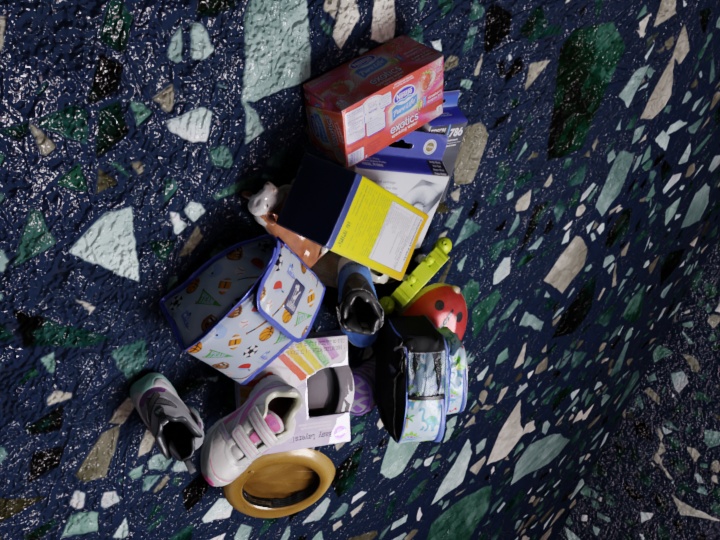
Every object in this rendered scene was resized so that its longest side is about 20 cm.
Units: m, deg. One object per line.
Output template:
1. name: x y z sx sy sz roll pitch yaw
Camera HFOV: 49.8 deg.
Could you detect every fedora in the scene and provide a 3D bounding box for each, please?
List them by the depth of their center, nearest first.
1. fedora: -0.146 0.351 1.368 0.196 0.082 0.203 -9 130 -10

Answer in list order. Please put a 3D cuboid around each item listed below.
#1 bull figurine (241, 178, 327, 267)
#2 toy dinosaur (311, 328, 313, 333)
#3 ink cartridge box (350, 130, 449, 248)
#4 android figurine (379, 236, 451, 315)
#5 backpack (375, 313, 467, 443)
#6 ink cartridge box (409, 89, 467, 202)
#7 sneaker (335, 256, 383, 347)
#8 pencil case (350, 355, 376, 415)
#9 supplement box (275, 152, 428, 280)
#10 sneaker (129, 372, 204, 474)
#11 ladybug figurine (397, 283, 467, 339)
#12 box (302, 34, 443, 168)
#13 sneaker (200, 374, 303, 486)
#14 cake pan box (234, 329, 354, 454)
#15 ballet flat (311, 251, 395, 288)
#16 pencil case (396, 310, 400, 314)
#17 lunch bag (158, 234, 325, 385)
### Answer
1. bull figurine: -0.099 -0.080 1.158 0.121 0.065 0.201 -41 143 -18
2. toy dinosaur: -0.103 0.206 1.363 0.101 0.057 0.203 159 -47 -76
3. ink cartridge box: 0.050 -0.130 1.271 0.197 0.041 0.203 -1 123 -35
4. android figurine: 0.101 0.013 1.416 0.182 0.041 0.200 -46 176 -6
5. backpack: 0.105 0.192 1.349 0.144 0.183 0.204 1 101 -11
6. ink cartridge box: 0.126 -0.205 1.336 0.098 0.039 0.203 -17 131 -39
7. sneaker: -0.001 0.082 1.280 0.075 0.112 0.202 -5 132 -2
8. pencil case: 0.021 0.214 1.488 0.199 0.084 0.086 -15 89 -63
9. supplement box: -0.008 -0.074 1.130 0.199 0.109 0.110 23 92 -52
10. sneaker: -0.273 0.258 1.179 0.077 0.140 0.201 -36 141 -9
11. ladybug figurine: 0.131 0.117 1.465 0.134 0.072 0.202 26 101 -13
12. box: 0.022 -0.248 1.126 0.199 0.095 0.101 -34 142 -26
13. sneaker: -0.161 0.237 1.166 0.082 0.088 0.201 49 60 -18
14. cake pan box: -0.109 0.200 1.280 0.196 0.052 0.188 -3 99 -19
15. ballet flat: 0.000 0.000 1.341 0.198 0.067 0.069 -10 126 -45
16. pencil case: 0.107 0.151 1.582 0.087 0.087 0.203 -24 137 -34
17. lunch bag: -0.158 0.052 1.133 0.199 0.124 0.170 -40 147 1
